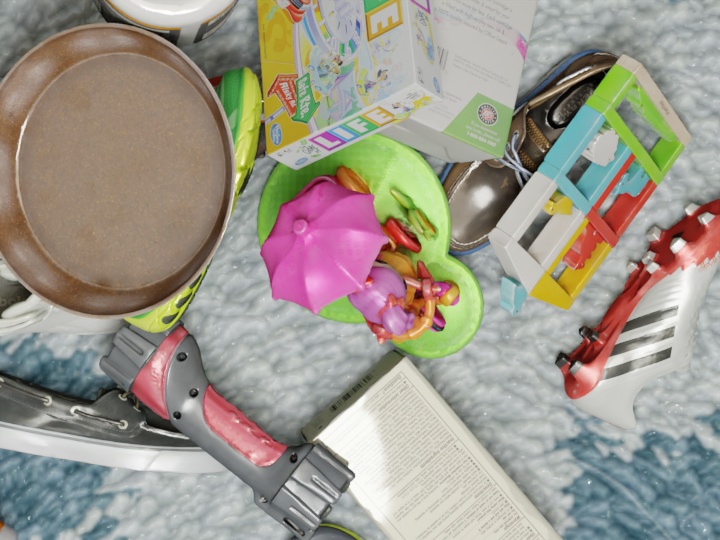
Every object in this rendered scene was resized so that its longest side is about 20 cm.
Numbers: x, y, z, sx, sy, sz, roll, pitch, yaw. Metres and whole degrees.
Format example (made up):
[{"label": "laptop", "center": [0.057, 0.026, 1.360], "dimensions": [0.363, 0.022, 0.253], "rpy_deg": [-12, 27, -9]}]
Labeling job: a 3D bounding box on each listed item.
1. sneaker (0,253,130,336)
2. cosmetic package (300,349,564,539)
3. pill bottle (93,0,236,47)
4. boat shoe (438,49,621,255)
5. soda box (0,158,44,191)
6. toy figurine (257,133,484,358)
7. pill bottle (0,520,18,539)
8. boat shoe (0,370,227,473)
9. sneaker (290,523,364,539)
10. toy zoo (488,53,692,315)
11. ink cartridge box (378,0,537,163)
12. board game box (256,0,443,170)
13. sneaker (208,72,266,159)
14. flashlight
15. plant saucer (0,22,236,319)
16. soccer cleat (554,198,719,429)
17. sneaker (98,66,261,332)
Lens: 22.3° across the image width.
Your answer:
[{"label": "sneaker", "center": [-0.214, 0.017, 1.335], "dimensions": [0.199, 0.116, 0.074], "rpy_deg": [-10, 92, -8]}, {"label": "cosmetic package", "center": [0.057, 0.169, 1.397], "dimensions": [0.103, 0.073, 0.200], "rpy_deg": [-40, 97, -4]}, {"label": "pill bottle", "center": [-0.136, -0.218, 1.290], "dimensions": [0.116, 0.200, 0.117], "rpy_deg": [0, 91, -8]}, {"label": "boat shoe", "center": [0.127, -0.093, 1.394], "dimensions": [0.072, 0.072, 0.200], "rpy_deg": [41, 88, -8]}, {"label": "soda box", "center": [-0.318, -0.059, 1.331], "dimensions": [0.199, 0.070, 0.064], "rpy_deg": [-7, 124, -7]}, {"label": "toy figurine", "center": [0.000, 0.000, 1.307], "dimensions": [0.150, 0.184, 0.200], "rpy_deg": [-42, 92, 13]}, {"label": "pill bottle", "center": [-0.360, 0.193, 1.325], "dimensions": [0.200, 0.113, 0.113], "rpy_deg": [30, 89, -8]}, {"label": "boat shoe", "center": [-0.193, 0.113, 1.366], "dimensions": [0.199, 0.069, 0.057], "rpy_deg": [9, 91, -5]}, {"label": "sneaker", "center": [0.014, 0.278, 1.392], "dimensions": [0.074, 0.081, 0.200], "rpy_deg": [-37, 96, -5]}, {"label": "toy zoo", "center": [0.167, -0.051, 1.383], "dimensions": [0.020, 0.131, 0.200], "rpy_deg": [35, 88, 35]}, {"label": "ink cartridge box", "center": [0.065, -0.193, 1.356], "dimensions": [0.117, 0.067, 0.201], "rpy_deg": [21, 77, -33]}, {"label": "board game box", "center": [-0.013, -0.188, 1.310], "dimensions": [0.134, 0.034, 0.201], "rpy_deg": [-23, 59, 32]}, {"label": "sneaker", "center": [-0.115, -0.091, 1.377], "dimensions": [0.199, 0.077, 0.082], "rpy_deg": [-13, 121, -6]}, {"label": "flashlight", "center": [-0.095, 0.106, 1.335], "dimensions": [0.200, 0.068, 0.068], "rpy_deg": [36, 57, 5]}, {"label": "plant saucer", "center": [-0.170, -0.067, 1.253], "dimensions": [0.200, 0.034, 0.201], "rpy_deg": [1, 92, 20]}, {"label": "soccer cleat", "center": [0.237, 0.033, 1.421], "dimensions": [0.085, 0.069, 0.200], "rpy_deg": [38, 91, -16]}, {"label": "sneaker", "center": [-0.128, -0.057, 1.292], "dimensions": [0.083, 0.074, 0.201], "rpy_deg": [25, 88, -1]}]
